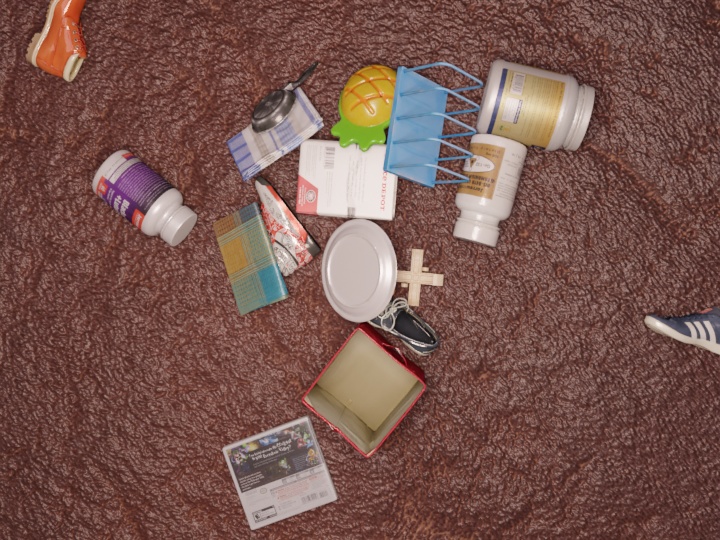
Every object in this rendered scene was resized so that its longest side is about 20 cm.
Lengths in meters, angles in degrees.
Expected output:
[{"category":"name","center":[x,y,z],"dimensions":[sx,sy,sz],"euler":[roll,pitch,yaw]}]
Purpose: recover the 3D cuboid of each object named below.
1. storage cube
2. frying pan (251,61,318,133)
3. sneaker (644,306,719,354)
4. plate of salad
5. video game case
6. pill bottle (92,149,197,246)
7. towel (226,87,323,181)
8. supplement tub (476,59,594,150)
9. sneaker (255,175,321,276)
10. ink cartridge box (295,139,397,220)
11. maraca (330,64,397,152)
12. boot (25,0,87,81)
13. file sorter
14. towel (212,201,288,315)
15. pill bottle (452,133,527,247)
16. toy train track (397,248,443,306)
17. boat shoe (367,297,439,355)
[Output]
[{"category":"storage cube","center":[0.013,0.222,1.360],"dimensions":[0.170,0.180,0.201],"euler":[39,93,3]},{"category":"frying pan","center":[-0.149,-0.348,1.396],"dimensions":[0.189,0.115,0.031],"euler":[-40,128,6]},{"category":"sneaker","center":[0.656,0.103,1.363],"dimensions":[0.197,0.075,0.086],"euler":[18,94,-6]},{"category":"plate of salad","center":[0.000,0.000,1.381],"dimensions":[0.198,0.048,0.204],"euler":[1,91,42]},{"category":"video game case","center":[-0.168,0.423,1.457],"dimensions":[0.197,0.023,0.185],"euler":[-21,90,5]},{"category":"pill bottle","center":[-0.435,-0.143,1.419],"dimensions":[0.199,0.111,0.112],"euler":[38,94,3]},{"category":"towel","center":[-0.175,-0.278,1.399],"dimensions":[0.199,0.024,0.148],"euler":[-34,49,5]},{"category":"supplement tub","center":[0.333,-0.314,1.340],"dimensions":[0.197,0.144,0.147],"euler":[14,92,4]},{"category":"sneaker","center":[-0.180,-0.086,1.423],"dimensions":[0.107,0.067,0.202],"euler":[-38,91,2]},{"category":"ink cartridge box","center":[-0.023,-0.180,1.401],"dimensions":[0.196,0.083,0.150],"euler":[5,92,5]},{"category":"maraca","center":[0.017,-0.320,1.369],"dimensions":[0.135,0.107,0.203],"euler":[12,66,20]},{"category":"boot","center":[-0.601,-0.496,1.448],"dimensions":[0.106,0.075,0.202],"euler":[31,102,0]},{"category":"file sorter","center":[0.145,-0.276,1.328],"dimensions":[0.122,0.137,0.204],"euler":[4,84,47]},{"category":"towel","center":[-0.225,-0.022,1.417],"dimensions":[0.145,0.022,0.203],"euler":[-19,88,38]},{"category":"pill bottle","center":[0.248,-0.155,1.365],"dimensions":[0.112,0.114,0.203],"euler":[15,93,4]},{"category":"toy train track","center":[0.071,0.011,1.423],"dimensions":[0.196,0.033,0.117],"euler":[5,92,5]},{"category":"boat shoe","center":[0.071,0.097,1.397],"dimensions":[0.199,0.062,0.075],"euler":[40,68,7]}]
